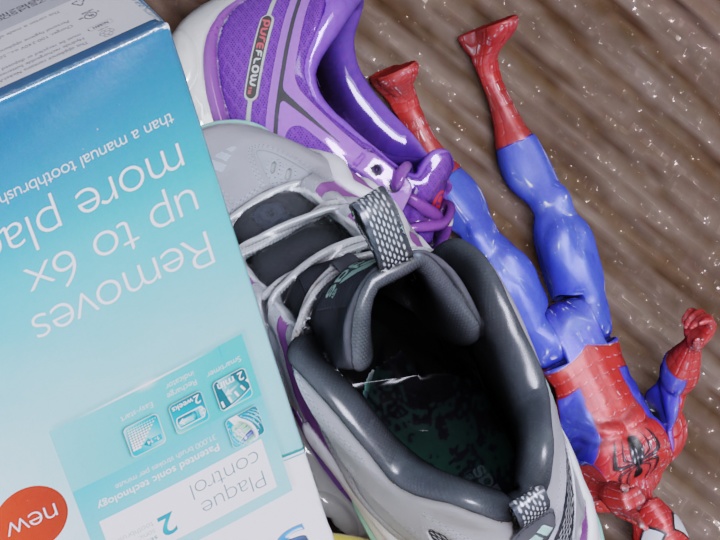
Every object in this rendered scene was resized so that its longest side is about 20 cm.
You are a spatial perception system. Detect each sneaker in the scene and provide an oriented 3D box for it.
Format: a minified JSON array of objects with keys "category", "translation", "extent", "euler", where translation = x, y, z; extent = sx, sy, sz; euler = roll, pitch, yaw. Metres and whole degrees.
[{"category":"sneaker","translation":[0.000,0.000,0.938],"extent":[0.083,0.081,0.200],"euler":[-18,93,18]},{"category":"sneaker","translation":[0.000,0.005,0.824],"extent":[0.078,0.140,0.200],"euler":[-37,65,-11]}]

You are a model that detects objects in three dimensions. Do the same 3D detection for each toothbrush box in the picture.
[{"category":"toothbrush box","translation":[-0.105,0.028,0.790],"extent":[0.146,0.085,0.200],"euler":[-25,126,-14]}]

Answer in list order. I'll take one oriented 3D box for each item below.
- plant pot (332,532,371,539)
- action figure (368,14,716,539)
[{"category":"plant pot","translation":[-0.023,0.188,0.882],"extent":[0.201,0.201,0.189],"euler":[16,66,-18]},{"category":"action figure","translation":[0.076,0.013,0.974],"extent":[0.065,0.099,0.200],"euler":[-26,97,-18]}]
